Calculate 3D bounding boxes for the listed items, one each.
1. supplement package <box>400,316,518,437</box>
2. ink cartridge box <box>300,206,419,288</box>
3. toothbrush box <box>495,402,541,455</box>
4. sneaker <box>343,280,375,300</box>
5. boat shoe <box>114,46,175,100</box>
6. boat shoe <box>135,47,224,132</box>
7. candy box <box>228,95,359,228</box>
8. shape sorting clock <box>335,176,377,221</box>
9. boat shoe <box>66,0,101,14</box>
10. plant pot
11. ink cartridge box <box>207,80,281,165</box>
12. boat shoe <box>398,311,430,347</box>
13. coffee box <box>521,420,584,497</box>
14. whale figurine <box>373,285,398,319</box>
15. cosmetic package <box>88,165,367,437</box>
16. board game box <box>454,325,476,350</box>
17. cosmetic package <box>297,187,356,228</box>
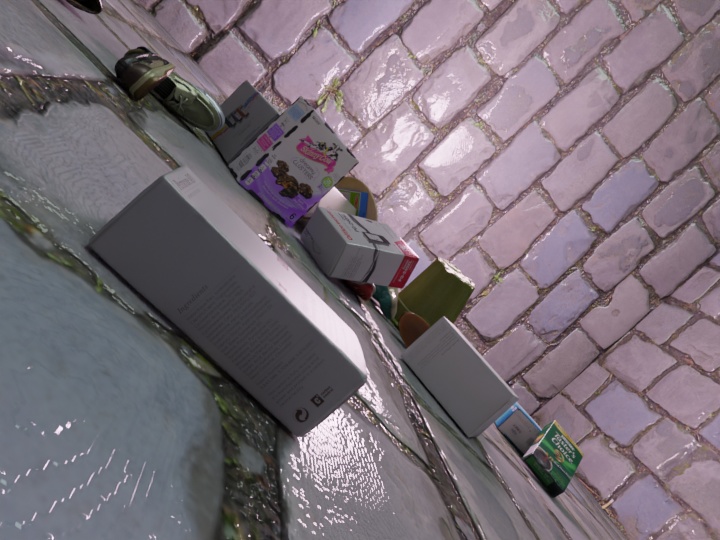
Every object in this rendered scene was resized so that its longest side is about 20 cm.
[{"bbox_3d":[0.193,0.207,1.184,0.200,0.117,0.117,49,4,23],"label":"supplement package"},{"bbox_3d":[-0.002,-0.046,1.261,0.200,0.083,0.145,11,28,-39],"label":"ink cartridge box"},{"bbox_3d":[0.462,0.454,1.776,0.146,0.085,0.200,47,6,1],"label":"toothbrush box"},{"bbox_3d":[0.000,0.000,1.361,0.078,0.082,0.200,46,6,-22],"label":"sneaker"},{"bbox_3d":[-0.343,-0.323,0.972,0.065,0.073,0.200,51,3,-25],"label":"boat shoe"},{"bbox_3d":[-0.339,-0.320,1.119,0.200,0.072,0.062,38,25,-21],"label":"boat shoe"},{"bbox_3d":[-0.129,-0.212,1.215,0.168,0.200,0.072,42,7,-45],"label":"candy box"},{"bbox_3d":[-0.035,-0.136,1.548,0.039,0.200,0.200,-4,45,-46],"label":"shape sorting clock"},{"bbox_3d":[-0.483,-0.488,0.993,0.065,0.073,0.200,45,4,8],"label":"boat shoe"},{"bbox_3d":[0.189,0.074,1.572,0.200,0.190,0.200,35,15,-10],"label":"plant pot"},{"bbox_3d":[-0.216,-0.277,1.302,0.145,0.145,0.200,42,7,-44],"label":"ink cartridge box"},{"bbox_3d":[0.149,0.174,1.388,0.200,0.070,0.070,54,-1,-12],"label":"boat shoe"},{"bbox_3d":[0.506,0.487,1.600,0.123,0.044,0.200,51,34,13],"label":"coffee box"},{"bbox_3d":[0.041,0.028,1.513,0.159,0.103,0.200,91,-8,-48],"label":"whale figurine"},{"bbox_3d":[-0.089,0.018,0.457,0.200,0.074,0.102,48,4,-15],"label":"cosmetic package"},{"bbox_3d":[0.256,0.204,1.905,0.159,0.097,0.200,43,6,-43],"label":"board game box"},{"bbox_3d":[-0.096,-0.142,1.418,0.103,0.087,0.200,9,-12,24],"label":"cosmetic package"}]
